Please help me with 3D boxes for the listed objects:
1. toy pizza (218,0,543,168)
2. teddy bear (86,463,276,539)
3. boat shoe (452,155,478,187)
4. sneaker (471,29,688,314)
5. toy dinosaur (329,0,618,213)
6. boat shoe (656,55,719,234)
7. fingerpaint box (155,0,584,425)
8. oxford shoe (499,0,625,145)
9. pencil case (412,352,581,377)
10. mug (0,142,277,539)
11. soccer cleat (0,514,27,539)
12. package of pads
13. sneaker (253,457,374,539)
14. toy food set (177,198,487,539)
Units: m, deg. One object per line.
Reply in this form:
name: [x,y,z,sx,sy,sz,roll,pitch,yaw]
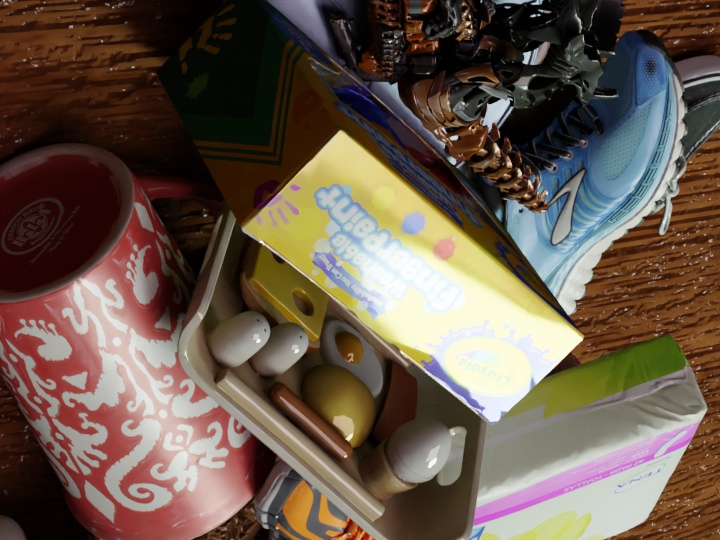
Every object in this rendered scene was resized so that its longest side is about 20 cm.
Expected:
toy pizza: [0.007,-0.125,1.321,0.199,0.032,0.201,-13,125,-19]
teddy bear: [-0.113,0.153,1.432,0.199,0.067,0.145,-17,156,-47]
boat shoe: [0.000,0.000,1.417,0.200,0.076,0.072,-42,144,-1]
sneaker: [0.111,-0.050,1.371,0.090,0.078,0.201,20,113,-27]
toy dinosaur: [0.061,-0.120,1.288,0.135,0.103,0.200,-17,145,15]
boat shoe: [0.170,-0.061,1.518,0.199,0.068,0.074,-31,140,-18]
fingerpaint box: [0.005,-0.036,1.246,0.073,0.167,0.200,-44,125,10]
oxford shoe: [0.095,-0.104,1.419,0.084,0.073,0.201,-10,123,-25]
pencil case: [0.075,0.063,1.516,0.088,0.087,0.200,-50,150,7]
mug: [-0.135,0.021,1.301,0.133,0.178,0.200,-10,138,15]
soccer cleat: [-0.264,0.222,1.378,0.086,0.070,0.200,21,109,-50]
package of pads: [0.104,0.129,1.485,0.199,0.068,0.155,-17,153,-20]
sneaker: [0.005,0.150,1.371,0.078,0.112,0.200,-53,165,-17]
toy food set: [-0.008,0.042,1.288,0.060,0.144,0.200,-33,116,29]
